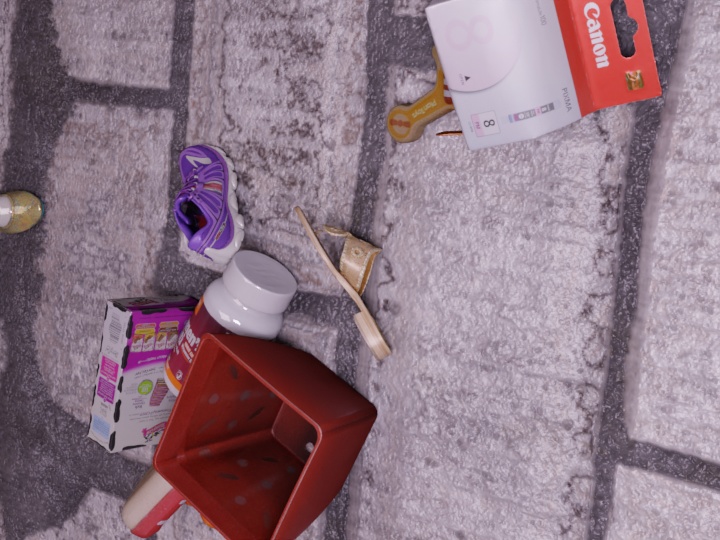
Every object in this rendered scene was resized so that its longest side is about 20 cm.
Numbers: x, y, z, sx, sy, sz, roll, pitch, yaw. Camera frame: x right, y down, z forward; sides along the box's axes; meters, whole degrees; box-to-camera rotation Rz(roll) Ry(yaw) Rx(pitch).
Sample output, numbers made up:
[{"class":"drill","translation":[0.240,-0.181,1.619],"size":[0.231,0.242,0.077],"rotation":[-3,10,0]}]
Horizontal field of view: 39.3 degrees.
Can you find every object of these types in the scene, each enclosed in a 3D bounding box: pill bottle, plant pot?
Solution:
[{"class":"pill bottle","translation":[-0.168,0.079,1.305],"size":[0.110,0.110,0.200],"rotation":[44,117,25]},{"class":"plant pot","translation":[-0.099,0.199,1.224],"size":[0.200,0.176,0.200],"rotation":[36,112,27]}]

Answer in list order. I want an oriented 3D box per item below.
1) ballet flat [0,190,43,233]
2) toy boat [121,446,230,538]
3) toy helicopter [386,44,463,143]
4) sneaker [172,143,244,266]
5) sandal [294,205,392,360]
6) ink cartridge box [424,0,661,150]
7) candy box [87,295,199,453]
[{"class":"ballet flat","translation":[-0.596,-0.094,1.625],"size":[0.200,0.071,0.071],"rotation":[3,95,35]},{"class":"toy boat","translation":[-0.222,0.300,1.370],"size":[0.131,0.131,0.200],"rotation":[40,119,-7]},{"class":"toy helicopter","translation":[0.106,-0.189,1.127],"size":[0.200,0.079,0.132],"rotation":[-27,86,44]},{"class":"sneaker","translation":[-0.208,-0.098,1.318],"size":[0.081,0.083,0.200],"rotation":[-46,45,26]},{"class":"sandal","translation":[0.000,0.001,1.220],"size":[0.070,0.078,0.212],"rotation":[-29,82,1]},{"class":"ink cartridge box","translation":[0.182,-0.217,1.005],"size":[0.200,0.057,0.163],"rotation":[-7,119,26]},{"class":"candy box","translation":[-0.289,0.138,1.377],"size":[0.061,0.136,0.200],"rotation":[20,104,40]}]
